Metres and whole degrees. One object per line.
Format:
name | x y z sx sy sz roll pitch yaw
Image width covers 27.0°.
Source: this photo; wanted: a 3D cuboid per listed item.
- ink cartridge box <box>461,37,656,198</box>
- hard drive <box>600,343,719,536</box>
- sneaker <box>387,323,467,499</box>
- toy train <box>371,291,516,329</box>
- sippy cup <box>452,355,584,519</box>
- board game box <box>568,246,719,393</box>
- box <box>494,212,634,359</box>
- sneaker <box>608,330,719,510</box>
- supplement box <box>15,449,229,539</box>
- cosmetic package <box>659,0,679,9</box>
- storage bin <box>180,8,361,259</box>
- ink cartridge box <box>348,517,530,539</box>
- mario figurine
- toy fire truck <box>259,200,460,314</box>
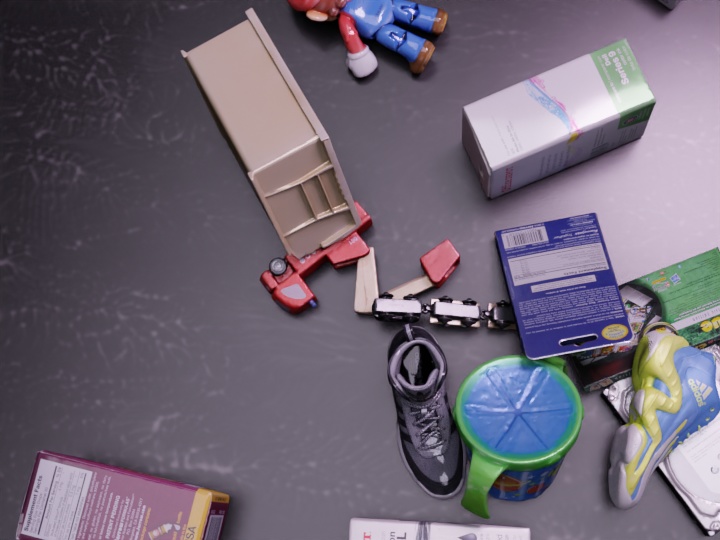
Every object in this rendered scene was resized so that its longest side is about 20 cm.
ink cartridge box | 0.219 -0.168 1.690 0.200 0.145 0.088 -25 79 0
hard drive | 0.383 0.177 1.676 0.140 0.038 0.200 -35 79 -3
sneaker | 0.070 0.155 1.662 0.075 0.114 0.200 -13 80 2
toy train | 0.111 0.050 1.697 0.200 0.046 0.034 4 73 -8
sippy cup | 0.170 0.182 1.632 0.178 0.130 0.140 -21 56 -12
board game box | 0.328 0.055 1.683 0.200 0.023 0.105 -21 59 6
box | 0.225 0.023 1.664 0.121 0.032 0.200 -10 45 2
sneaker | 0.337 0.170 1.623 0.105 0.076 0.200 12 95 -5
supplement box | -0.259 0.273 1.657 0.200 0.131 0.103 13 82 7
cosmetic package | 0.322 -0.412 1.762 0.200 0.071 0.101 38 85 10
storage bin | -0.096 -0.143 1.657 0.094 0.199 0.200 -29 60 -3
ink cartridge box | 0.082 0.349 1.643 0.200 0.084 0.145 2 80 4
mario figurine | -0.001 -0.311 1.779 0.200 0.106 0.123 26 47 -2
toy fire truck | 0.000 0.000 1.726 0.200 0.049 0.141 -39 81 -2
